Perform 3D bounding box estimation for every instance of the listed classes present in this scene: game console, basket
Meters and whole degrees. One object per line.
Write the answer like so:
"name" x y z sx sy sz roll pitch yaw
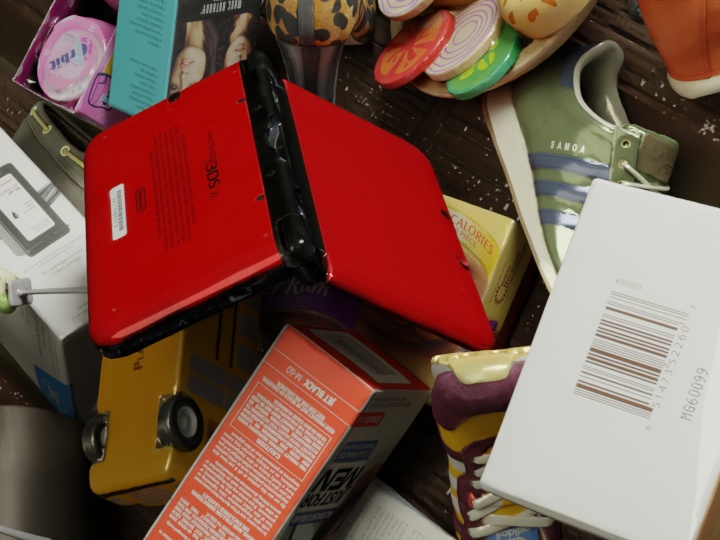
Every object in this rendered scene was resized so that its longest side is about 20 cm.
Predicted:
"game console" -0.045 -0.016 0.872 0.172 0.119 0.200 -26 35 8
"basket" -0.221 0.196 1.007 0.136 0.180 0.200 3 61 -11

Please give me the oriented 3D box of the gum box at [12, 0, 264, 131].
"gum box" -0.128 -0.183 1.084 0.066 0.113 0.200 26 89 33

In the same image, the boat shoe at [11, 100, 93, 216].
"boat shoe" -0.169 -0.054 1.093 0.202 0.072 0.060 30 96 37

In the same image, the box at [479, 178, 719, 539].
"box" 0.166 0.066 0.783 0.106 0.200 0.153 17 84 34

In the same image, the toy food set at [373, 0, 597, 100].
"toy food set" 0.079 -0.188 0.970 0.198 0.049 0.200 -36 43 34

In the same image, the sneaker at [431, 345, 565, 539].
"sneaker" 0.078 0.100 0.831 0.075 0.200 0.090 -5 70 10

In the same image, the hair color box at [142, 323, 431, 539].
"hair color box" -0.053 0.128 0.881 0.064 0.111 0.200 37 98 17

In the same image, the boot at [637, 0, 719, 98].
"boot" 0.235 -0.176 0.900 0.200 0.107 0.075 -33 36 -11

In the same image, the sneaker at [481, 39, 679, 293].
"sneaker" 0.138 -0.043 0.912 0.090 0.067 0.201 -32 58 24

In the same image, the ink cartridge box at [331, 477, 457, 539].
"ink cartridge box" -0.008 0.206 0.946 0.200 0.057 0.163 31 91 13

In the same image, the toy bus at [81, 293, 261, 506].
"toy bus" -0.102 0.036 0.938 0.065 0.078 0.200 -16 59 32

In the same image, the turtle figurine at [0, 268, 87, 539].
"turtle figurine" -0.237 0.070 0.944 0.194 0.199 0.144 -150 54 -69

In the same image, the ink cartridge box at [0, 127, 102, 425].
"ink cartridge box" -0.219 -0.008 1.056 0.068 0.116 0.200 -34 64 -24

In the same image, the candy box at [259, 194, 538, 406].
"candy box" 0.000 0.000 0.988 0.200 0.056 0.117 22 87 32

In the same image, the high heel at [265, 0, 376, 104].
"high heel" -0.025 -0.191 0.998 0.071 0.143 0.200 0 52 0

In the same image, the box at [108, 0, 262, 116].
"box" -0.100 -0.193 1.007 0.049 0.082 0.200 25 118 31
